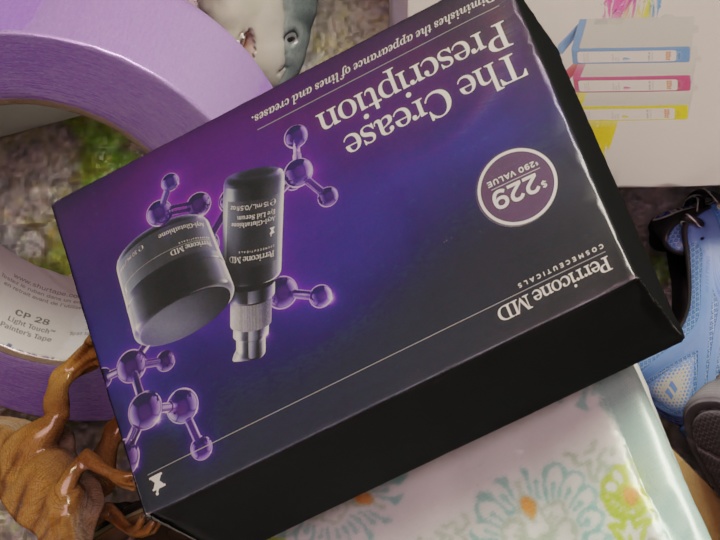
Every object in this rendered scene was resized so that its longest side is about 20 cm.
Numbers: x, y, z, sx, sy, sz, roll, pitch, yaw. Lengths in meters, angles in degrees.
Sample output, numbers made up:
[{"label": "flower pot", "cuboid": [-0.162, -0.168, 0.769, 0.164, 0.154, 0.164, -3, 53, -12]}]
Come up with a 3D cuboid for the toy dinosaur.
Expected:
[{"label": "toy dinosaur", "cuboid": [-0.137, 0.079, 0.931, 0.106, 0.060, 0.200, -45, 35, -6]}]

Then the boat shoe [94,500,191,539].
[{"label": "boat shoe", "cuboid": [-0.102, 0.131, 0.962, 0.199, 0.065, 0.073, -21, 114, 9]}]

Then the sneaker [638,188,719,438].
[{"label": "sneaker", "cuboid": [0.180, -0.020, 0.976, 0.089, 0.079, 0.201, 28, 83, 6]}]

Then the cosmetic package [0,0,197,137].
[{"label": "cosmetic package", "cuboid": [-0.144, -0.134, 1.021, 0.199, 0.081, 0.113, -13, 79, 3]}]

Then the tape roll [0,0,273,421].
[{"label": "tape roll", "cuboid": [-0.129, -0.031, 0.945, 0.199, 0.201, 0.066, 5, 35, 7]}]

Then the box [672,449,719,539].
[{"label": "box", "cuboid": [0.088, 0.169, 0.917, 0.200, 0.163, 0.021, -54, 39, -8]}]

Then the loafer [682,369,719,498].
[{"label": "loafer", "cuboid": [0.209, 0.115, 0.928, 0.063, 0.072, 0.200, -45, 114, -32]}]

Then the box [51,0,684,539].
[{"label": "box", "cuboid": [0.000, 0.000, 0.821, 0.199, 0.079, 0.142, -27, 65, 11]}]

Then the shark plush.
[{"label": "shark plush", "cuboid": [-0.025, -0.180, 0.969, 0.083, 0.091, 0.201, 33, 62, -20]}]

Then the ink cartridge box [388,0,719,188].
[{"label": "ink cartridge box", "cuboid": [0.114, -0.120, 0.937, 0.199, 0.129, 0.126, -2, 124, -2]}]

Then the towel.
[{"label": "towel", "cuboid": [0.041, 0.098, 0.841, 0.171, 0.048, 0.201, -26, 57, 10]}]
